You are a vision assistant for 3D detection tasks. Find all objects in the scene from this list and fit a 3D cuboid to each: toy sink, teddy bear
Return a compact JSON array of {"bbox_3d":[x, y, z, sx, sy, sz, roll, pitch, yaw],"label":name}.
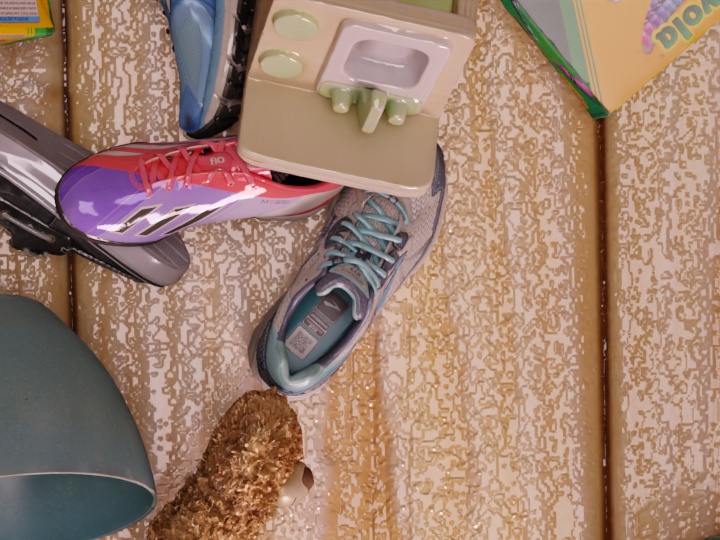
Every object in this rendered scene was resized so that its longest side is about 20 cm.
[{"bbox_3d":[0.003,-0.167,1.428,0.129,0.112,0.201,11,63,-8],"label":"toy sink"},{"bbox_3d":[-0.093,0.171,1.454,0.067,0.145,0.200,38,89,17],"label":"teddy bear"}]

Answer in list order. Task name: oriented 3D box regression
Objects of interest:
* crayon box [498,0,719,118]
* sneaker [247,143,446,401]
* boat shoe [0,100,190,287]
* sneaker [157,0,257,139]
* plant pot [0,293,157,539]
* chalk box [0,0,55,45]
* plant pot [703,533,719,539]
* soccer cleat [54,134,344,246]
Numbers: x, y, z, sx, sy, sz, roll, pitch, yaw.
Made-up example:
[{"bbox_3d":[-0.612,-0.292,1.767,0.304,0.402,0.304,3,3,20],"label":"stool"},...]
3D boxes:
[{"bbox_3d":[0.197,-0.210,1.513,0.200,0.058,0.119,-41,95,-3],"label":"crayon box"},{"bbox_3d":[0.000,0.000,1.487,0.077,0.086,0.201,30,89,-6],"label":"sneaker"},{"bbox_3d":[-0.205,-0.044,1.482,0.199,0.072,0.071,36,113,-9],"label":"boat shoe"},{"bbox_3d":[-0.111,-0.186,1.489,0.089,0.078,0.202,-1,88,13],"label":"sneaker"},{"bbox_3d":[-0.234,0.093,1.429,0.198,0.200,0.136,-8,70,-5],"label":"plant pot"},{"bbox_3d":[-0.312,-0.188,1.417,0.199,0.124,0.125,-10,93,23],"label":"chalk box"},{"bbox_3d":[0.277,0.276,1.477,0.194,0.196,0.202,9,81,-6],"label":"plant pot"},{"bbox_3d":[-0.097,-0.060,1.448,0.199,0.073,0.069,-6,75,-29],"label":"soccer cleat"}]
